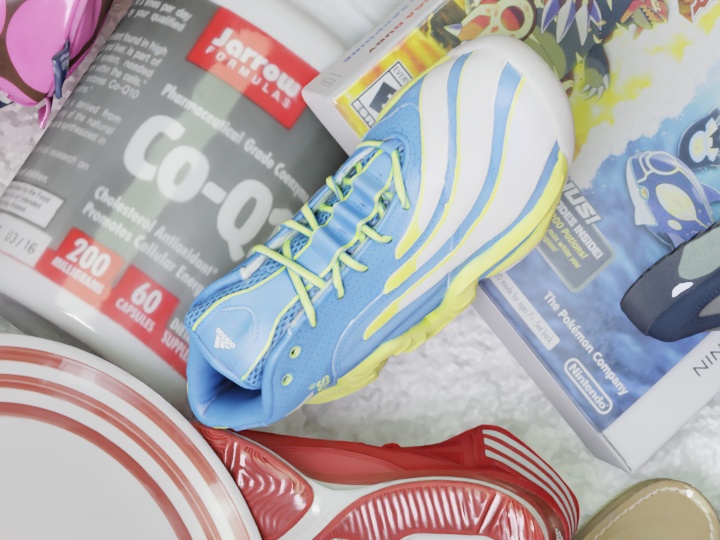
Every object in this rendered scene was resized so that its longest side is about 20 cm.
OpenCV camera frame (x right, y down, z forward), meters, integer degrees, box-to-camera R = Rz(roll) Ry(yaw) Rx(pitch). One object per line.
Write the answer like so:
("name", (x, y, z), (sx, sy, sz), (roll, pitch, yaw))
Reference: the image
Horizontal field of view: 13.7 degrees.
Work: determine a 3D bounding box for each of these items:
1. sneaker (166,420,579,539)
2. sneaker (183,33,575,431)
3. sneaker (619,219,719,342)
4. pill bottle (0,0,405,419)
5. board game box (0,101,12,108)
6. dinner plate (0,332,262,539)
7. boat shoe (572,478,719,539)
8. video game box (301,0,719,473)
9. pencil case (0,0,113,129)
("sneaker", (-0.010, 0.096, 1.168), (0.199, 0.115, 0.079), (12, 99, 18))
("sneaker", (0.000, 0.000, 1.082), (0.076, 0.200, 0.105), (45, 44, 9))
("sneaker", (0.199, 0.001, 1.139), (0.199, 0.070, 0.082), (-20, 76, -13))
("pill bottle", (-0.062, -0.051, 1.199), (0.113, 0.114, 0.201), (31, 79, 12))
("board game box", (-0.245, -0.087, 1.203), (0.135, 0.035, 0.200), (40, 40, 13))
("dinner plate", (-0.118, 0.119, 1.059), (0.199, 0.024, 0.201), (15, 61, -27))
("boat shoe", (0.087, 0.148, 1.129), (0.072, 0.065, 0.200), (33, 55, 10))
("video game box", (0.108, -0.053, 1.175), (0.182, 0.047, 0.200), (-43, 107, -9))
("pencil case", (-0.195, -0.135, 1.188), (0.199, 0.091, 0.094), (23, 117, -3))
